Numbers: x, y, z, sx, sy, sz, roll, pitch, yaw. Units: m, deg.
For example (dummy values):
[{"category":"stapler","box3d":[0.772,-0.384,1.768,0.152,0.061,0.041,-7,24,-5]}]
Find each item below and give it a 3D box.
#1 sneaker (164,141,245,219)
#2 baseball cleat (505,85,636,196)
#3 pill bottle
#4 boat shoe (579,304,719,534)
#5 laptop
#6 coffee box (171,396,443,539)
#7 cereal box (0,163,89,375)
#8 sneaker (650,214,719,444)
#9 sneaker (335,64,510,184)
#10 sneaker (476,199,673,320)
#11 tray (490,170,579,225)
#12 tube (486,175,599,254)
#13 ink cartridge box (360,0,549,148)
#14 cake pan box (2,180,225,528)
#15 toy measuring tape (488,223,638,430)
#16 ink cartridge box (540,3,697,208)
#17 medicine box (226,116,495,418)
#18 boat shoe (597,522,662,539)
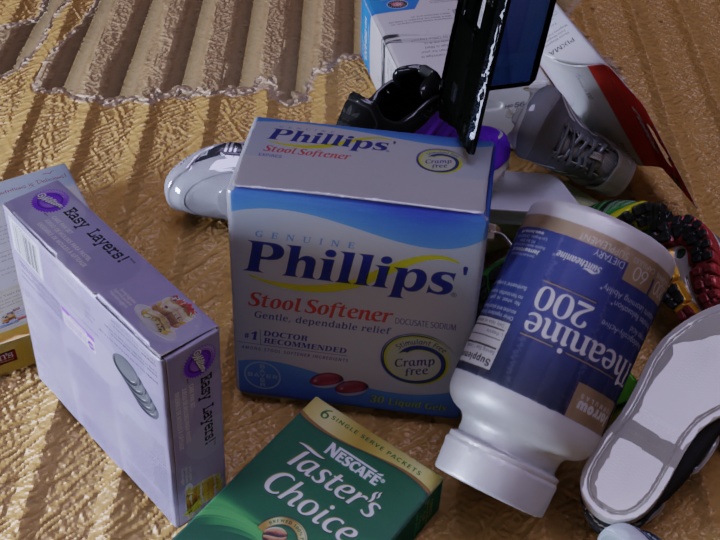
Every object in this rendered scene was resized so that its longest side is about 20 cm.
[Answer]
[{"category":"sneaker","box3d":[-0.076,-0.054,0.925,0.199,0.075,0.115,-1,41,-8]},{"category":"baseball cleat","box3d":[0.199,-0.116,0.943,0.106,0.070,0.200,29,11,19]},{"category":"pill bottle","box3d":[0.130,0.062,0.718,0.111,0.111,0.201,23,85,21]},{"category":"boat shoe","box3d":[0.228,0.109,0.746,0.074,0.060,0.200,31,70,24]},{"category":"laptop","box3d":[0.126,-0.198,0.766,0.103,0.178,0.200,6,27,-9]},{"category":"coffee box","box3d":[-0.047,0.186,0.704,0.123,0.044,0.200,30,51,26]},{"category":"cereal box","box3d":[-0.291,-0.005,0.893,0.143,0.040,0.200,-20,48,-21]},{"category":"sneaker","box3d":[0.297,0.050,0.830,0.082,0.078,0.201,21,52,-36]},{"category":"sneaker","box3d":[0.060,-0.122,0.863,0.199,0.100,0.069,-12,30,-40]},{"category":"sneaker","box3d":[0.173,-0.002,0.899,0.199,0.078,0.085,-23,17,-16]},{"category":"tray","box3d":[0.086,-0.065,0.898,0.199,0.022,0.108,4,24,-6]},{"category":"tube","box3d":[0.130,-0.048,0.950,0.199,0.052,0.058,-18,80,-27]},{"category":"ink cartridge box","box3d":[0.092,-0.213,1.088,0.145,0.085,0.201,-8,46,-11]},{"category":"cake pan box","box3d":[-0.174,0.058,0.731,0.052,0.185,0.200,-30,52,-34]},{"category":"toy measuring tape","box3d":[0.143,0.055,0.810,0.073,0.074,0.200,-31,72,-29]},{"category":"ink cartridge box","box3d":[0.229,-0.153,0.981,0.057,0.163,0.201,-31,46,15]},{"category":"medicine box","box3d":[0.000,0.000,0.782,0.181,0.201,0.103,6,40,5]},{"category":"boat shoe","box3d":[0.242,0.233,0.656,0.091,0.071,0.200,-23,56,-25]}]
